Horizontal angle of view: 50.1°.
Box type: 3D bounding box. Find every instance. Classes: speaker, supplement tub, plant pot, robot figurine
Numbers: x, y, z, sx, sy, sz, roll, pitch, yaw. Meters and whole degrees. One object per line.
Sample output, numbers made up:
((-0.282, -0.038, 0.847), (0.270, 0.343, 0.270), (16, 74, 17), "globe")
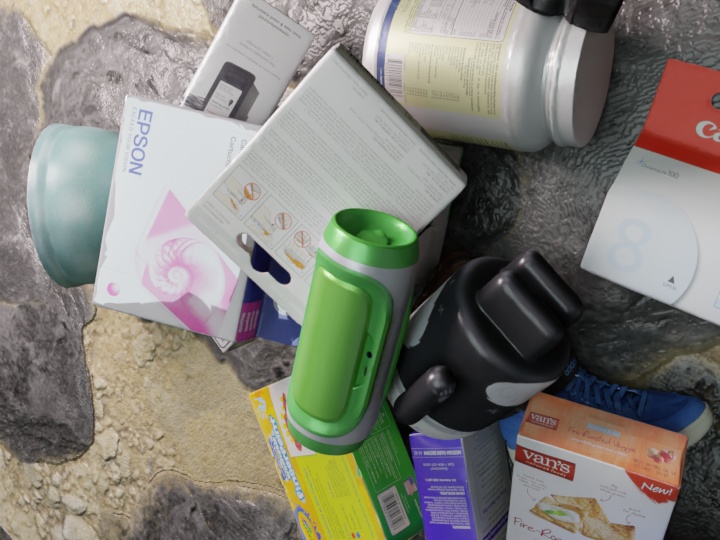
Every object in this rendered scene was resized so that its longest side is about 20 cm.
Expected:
((-0.009, 0.054, 0.652), (0.088, 0.088, 0.202), (26, 118, 25), "speaker")
((0.117, -0.188, 0.706), (0.198, 0.144, 0.147), (14, 103, 28), "supplement tub")
((-0.303, -0.081, 0.957), (0.132, 0.200, 0.204), (-1, 97, 3), "plant pot")
((0.100, 0.067, 0.678), (0.200, 0.148, 0.126), (-48, 41, 45), "robot figurine")

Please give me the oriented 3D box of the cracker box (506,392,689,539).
((0.205, 0.211, 0.697), (0.132, 0.058, 0.202), (14, 133, 22), "cracker box")

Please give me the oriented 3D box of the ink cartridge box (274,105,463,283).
((-0.007, -0.084, 0.828), (0.198, 0.084, 0.148), (19, 105, 27), "ink cartridge box")

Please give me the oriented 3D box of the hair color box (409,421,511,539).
((0.112, 0.249, 0.786), (0.064, 0.109, 0.203), (-10, 91, 30), "hair color box")

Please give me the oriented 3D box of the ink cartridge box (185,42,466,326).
((-0.030, -0.067, 0.677), (0.162, 0.050, 0.200), (43, 111, -11), "ink cartridge box")

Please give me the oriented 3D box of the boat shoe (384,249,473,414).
((0.076, 0.068, 0.816), (0.202, 0.071, 0.068), (-64, 33, 29), "boat shoe")

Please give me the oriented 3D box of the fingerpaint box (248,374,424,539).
((-0.026, 0.204, 0.856), (0.166, 0.073, 0.202), (-30, 80, 50), "fingerpaint box")

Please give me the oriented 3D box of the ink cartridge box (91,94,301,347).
((-0.134, -0.041, 0.709), (0.197, 0.043, 0.199), (13, 100, 4), "ink cartridge box")

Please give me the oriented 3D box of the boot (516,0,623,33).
((0.169, -0.296, 0.646), (0.163, 0.066, 0.202), (18, 67, 27), "boot")

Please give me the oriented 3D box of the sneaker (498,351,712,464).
((0.215, 0.118, 0.724), (0.198, 0.077, 0.113), (-17, 101, 37), "sneaker")

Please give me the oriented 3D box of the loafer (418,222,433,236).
((0.000, 0.000, 0.742), (0.070, 0.075, 0.201), (43, 115, 22), "loafer")

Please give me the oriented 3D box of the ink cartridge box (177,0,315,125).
((-0.132, -0.173, 0.787), (0.083, 0.145, 0.201), (29, 101, -14), "ink cartridge box")

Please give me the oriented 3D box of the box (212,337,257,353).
((-0.105, -0.022, 0.811), (0.117, 0.060, 0.200), (50, 120, 14), "box")

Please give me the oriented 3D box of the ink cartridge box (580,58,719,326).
((0.303, -0.065, 0.669), (0.159, 0.047, 0.203), (25, 110, 26), "ink cartridge box")
